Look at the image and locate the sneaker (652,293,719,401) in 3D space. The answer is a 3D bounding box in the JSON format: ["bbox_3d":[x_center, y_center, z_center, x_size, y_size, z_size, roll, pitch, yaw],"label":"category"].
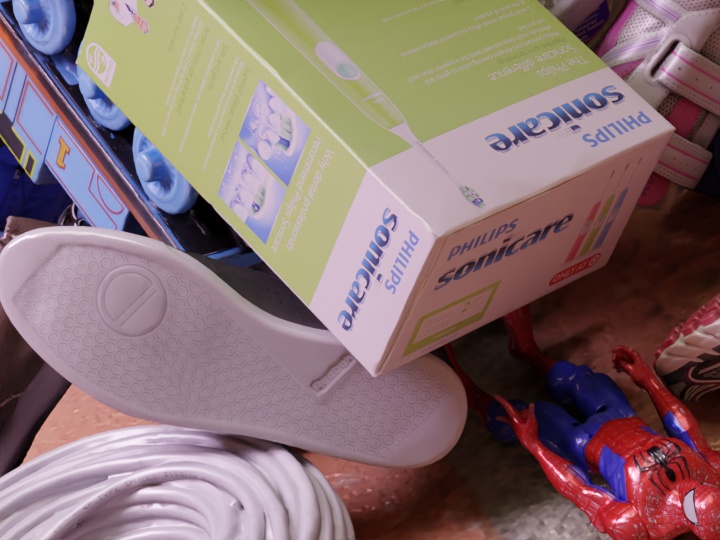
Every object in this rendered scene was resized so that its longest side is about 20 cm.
[{"bbox_3d":[0.207,0.024,1.058,0.200,0.075,0.081,-16,9,35],"label":"sneaker"}]

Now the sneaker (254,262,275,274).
[{"bbox_3d":[0.000,0.000,1.232,0.076,0.105,0.200,3,67,40],"label":"sneaker"}]

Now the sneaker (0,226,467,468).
[{"bbox_3d":[-0.052,0.024,1.111,0.199,0.071,0.099,18,14,-2],"label":"sneaker"}]

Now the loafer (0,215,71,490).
[{"bbox_3d":[-0.174,0.058,1.164,0.200,0.071,0.073,-56,7,7],"label":"loafer"}]

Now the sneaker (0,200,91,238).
[{"bbox_3d":[-0.122,-0.013,1.304,0.200,0.089,0.079,-1,34,30],"label":"sneaker"}]

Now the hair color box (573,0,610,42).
[{"bbox_3d":[0.064,-0.153,1.301,0.065,0.200,0.109,-30,31,-17],"label":"hair color box"}]

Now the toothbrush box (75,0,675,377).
[{"bbox_3d":[0.004,-0.072,1.098,0.145,0.086,0.200,-25,59,-40],"label":"toothbrush box"}]

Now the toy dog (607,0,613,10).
[{"bbox_3d":[0.171,-0.167,1.352,0.132,0.097,0.200,-14,30,-11],"label":"toy dog"}]

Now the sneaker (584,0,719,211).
[{"bbox_3d":[0.131,-0.074,1.153,0.200,0.081,0.088,-43,39,39],"label":"sneaker"}]

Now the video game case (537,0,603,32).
[{"bbox_3d":[0.052,-0.182,1.173,0.023,0.182,0.200,0,-36,-49],"label":"video game case"}]

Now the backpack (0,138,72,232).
[{"bbox_3d":[-0.228,-0.073,1.402,0.200,0.168,0.162,-58,33,3],"label":"backpack"}]

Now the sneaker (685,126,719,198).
[{"bbox_3d":[0.201,-0.045,1.159,0.199,0.081,0.115,7,38,37],"label":"sneaker"}]

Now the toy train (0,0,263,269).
[{"bbox_3d":[-0.098,-0.067,1.199,0.087,0.114,0.200,-18,56,-34],"label":"toy train"}]

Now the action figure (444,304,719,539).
[{"bbox_3d":[0.094,0.064,1.087,0.065,0.052,0.200,-26,32,-18],"label":"action figure"}]

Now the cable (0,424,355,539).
[{"bbox_3d":[-0.095,0.139,1.061,0.199,0.069,0.200,-11,30,18],"label":"cable"}]
